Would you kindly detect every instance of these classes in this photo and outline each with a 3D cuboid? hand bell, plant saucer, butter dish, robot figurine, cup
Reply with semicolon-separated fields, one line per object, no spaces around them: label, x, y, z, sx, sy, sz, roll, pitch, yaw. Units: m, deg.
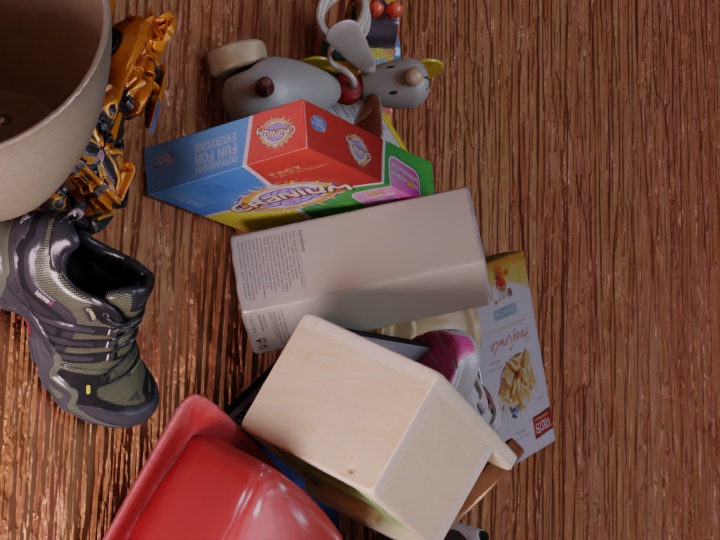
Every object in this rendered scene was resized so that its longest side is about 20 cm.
hand bell;0.005;0.049;1.842;0.199;0.104;0.105;13;71;-47
plant saucer;0.056;0.210;1.780;0.032;0.200;0.200;48;33;3
butter dish;-0.080;0.224;1.538;0.200;0.147;0.201;51;58;-42
robot figurine;-0.197;-0.128;1.540;0.145;0.058;0.201;46;44;-44
cup;-0.248;-0.111;1.348;0.144;0.199;0.201;84;15;-57

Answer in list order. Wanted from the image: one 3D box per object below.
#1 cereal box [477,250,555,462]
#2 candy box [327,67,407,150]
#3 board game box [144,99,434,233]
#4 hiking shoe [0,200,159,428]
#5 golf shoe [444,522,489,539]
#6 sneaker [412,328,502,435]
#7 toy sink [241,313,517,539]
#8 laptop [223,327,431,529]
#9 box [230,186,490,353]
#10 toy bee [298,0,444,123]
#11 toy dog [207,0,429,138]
cereal box;0.135;0.090;2.082;0.144;0.039;0.201;-20;100;-60
candy box;0.002;-0.073;1.852;0.102;0.026;0.200;-42;128;-11
board game box;-0.054;-0.074;1.681;0.200;0.152;0.041;20;60;-56
hiking shoe;-0.184;0.037;1.479;0.200;0.100;0.076;58;38;-35
golf shoe;0.096;0.320;1.905;0.078;0.094;0.201;-45;123;-56
sneaker;0.083;0.117;1.843;0.200;0.088;0.082;106;-25;-54
toy sink;0.017;0.139;1.638;0.112;0.130;0.200;-60;150;-11
laptop;-0.027;0.157;1.715;0.116;0.200;0.187;55;21;24
box;0.000;0.000;1.693;0.069;0.199;0.083;78;2;-55
toy bee;0.001;-0.200;1.855;0.130;0.109;0.201;-22;96;-15
toy dog;-0.033;-0.155;1.727;0.199;0.096;0.132;-31;95;-21
